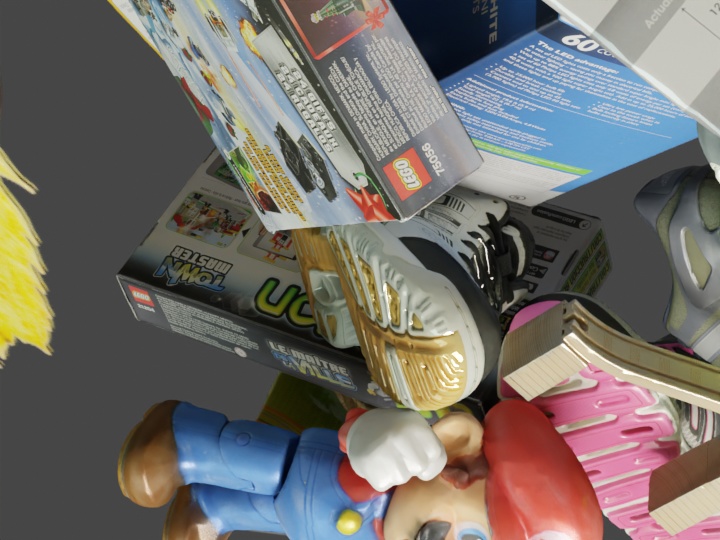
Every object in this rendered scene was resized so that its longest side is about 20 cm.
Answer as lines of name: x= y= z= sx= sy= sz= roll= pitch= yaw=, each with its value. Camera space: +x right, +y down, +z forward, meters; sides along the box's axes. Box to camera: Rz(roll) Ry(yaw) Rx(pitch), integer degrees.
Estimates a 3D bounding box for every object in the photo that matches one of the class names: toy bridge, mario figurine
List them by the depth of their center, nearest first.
toy bridge: x=0.145 y=0.080 z=0.900 sx=0.067 sy=0.027 sz=0.200 roll=-33 pitch=117 yaw=31
mario figurine: x=-0.001 y=0.103 z=0.906 sx=0.199 sy=0.107 sz=0.123 roll=0 pitch=179 yaw=26

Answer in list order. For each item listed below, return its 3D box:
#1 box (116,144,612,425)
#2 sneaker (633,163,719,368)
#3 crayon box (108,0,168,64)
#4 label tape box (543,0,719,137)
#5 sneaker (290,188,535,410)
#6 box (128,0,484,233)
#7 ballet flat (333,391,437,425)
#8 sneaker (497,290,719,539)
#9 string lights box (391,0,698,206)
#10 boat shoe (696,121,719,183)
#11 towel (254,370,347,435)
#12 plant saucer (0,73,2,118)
box: x=0.000 y=0.000 z=1.023 sx=0.199 sy=0.110 sz=0.035 roll=19 pitch=149 yaw=30
sneaker: x=0.172 y=0.029 z=0.931 sx=0.081 sy=0.074 sz=0.201 roll=17 pitch=140 yaw=44
crayon box: x=-0.047 y=-0.123 z=0.948 sx=0.200 sy=0.052 sz=0.125 roll=48 pitch=150 yaw=-20
label tape box: x=0.074 y=-0.156 z=0.661 sx=0.200 sy=0.144 sz=0.066 roll=37 pitch=-167 yaw=-6
sneaker: x=0.032 y=-0.003 z=0.895 sx=0.200 sy=0.087 sz=0.076 roll=-139 pitch=33 yaw=-73
box: x=-0.046 y=-0.108 z=0.791 sx=0.201 sy=0.040 sz=0.137 roll=59 pitch=162 yaw=-12
ballet flat: x=0.010 y=0.032 z=1.065 sx=0.200 sy=0.070 sz=0.066 roll=-129 pitch=33 yaw=-47
sneaker: x=0.122 y=0.055 z=0.979 sx=0.073 sy=0.088 sz=0.200 roll=-17 pitch=139 yaw=32
string lights box: x=0.078 y=-0.082 z=0.821 sx=0.102 sy=0.059 sz=0.200 roll=15 pitch=161 yaw=-26
boat shoe: x=0.181 y=-0.023 z=0.792 sx=0.062 sy=0.073 sz=0.200 roll=23 pitch=178 yaw=39
towel: x=-0.005 y=0.073 z=1.079 sx=0.086 sy=0.200 sz=0.018 roll=32 pitch=113 yaw=-4
plant saucer: x=-0.247 y=-0.142 z=1.129 sx=0.200 sy=0.032 sz=0.200 roll=38 pitch=164 yaw=13
